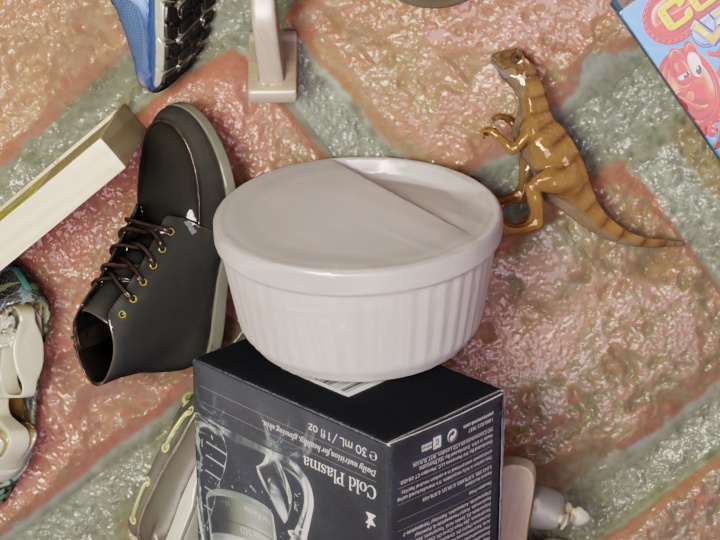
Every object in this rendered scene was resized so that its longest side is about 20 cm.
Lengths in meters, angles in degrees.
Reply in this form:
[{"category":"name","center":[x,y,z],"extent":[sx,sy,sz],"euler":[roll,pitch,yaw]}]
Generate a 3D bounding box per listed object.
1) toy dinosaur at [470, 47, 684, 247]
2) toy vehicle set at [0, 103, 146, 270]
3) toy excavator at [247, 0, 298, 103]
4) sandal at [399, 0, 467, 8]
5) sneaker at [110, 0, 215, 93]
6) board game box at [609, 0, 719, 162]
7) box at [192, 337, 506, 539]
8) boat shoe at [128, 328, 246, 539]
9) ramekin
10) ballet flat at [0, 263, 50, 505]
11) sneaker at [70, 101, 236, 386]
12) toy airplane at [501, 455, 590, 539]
[{"category":"toy dinosaur","center":[0.143,-0.064,1.390],"extent":[0.106,0.060,0.201],"euler":[-33,103,8]},{"category":"toy vehicle set","center":[-0.242,-0.036,1.371],"extent":[0.200,0.124,0.027],"euler":[-38,102,11]},{"category":"toy excavator","center":[-0.069,-0.232,1.315],"extent":[0.099,0.195,0.201],"euler":[0,78,1]},{"category":"sandal","center":[0.032,-0.226,1.295],"extent":[0.200,0.054,0.081],"euler":[21,97,-48]},{"category":"sneaker","center":[-0.161,-0.223,1.349],"extent":[0.089,0.079,0.201],"euler":[4,115,25]},{"category":"board game box","center":[0.313,-0.166,1.358],"extent":[0.200,0.056,0.196],"euler":[-36,103,10]},{"category":"box","center":[-0.010,0.161,1.349],"extent":[0.199,0.124,0.198],"euler":[19,119,42]},{"category":"boat shoe","center":[-0.114,0.122,1.441],"extent":[0.060,0.072,0.203],"euler":[26,94,29]},{"category":"ramekin","center":[0.000,0.000,1.345],"extent":[0.201,0.203,0.095],"euler":[-2,116,1]},{"category":"ballet flat","center":[-0.267,0.097,1.432],"extent":[0.074,0.074,0.201],"euler":[6,107,-1]},{"category":"sneaker","center":[-0.150,-0.015,1.375],"extent":[0.075,0.106,0.201],"euler":[16,113,41]},{"category":"toy airplane","center":[0.109,0.246,1.456],"extent":[0.200,0.141,0.200],"euler":[-29,94,46]}]
